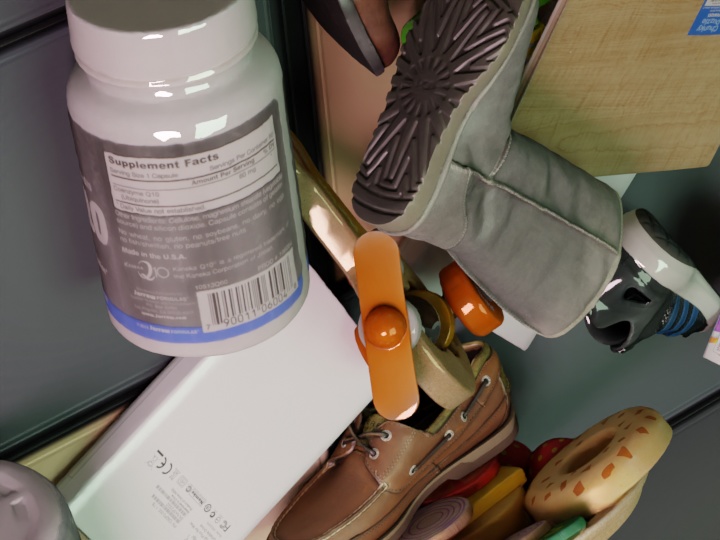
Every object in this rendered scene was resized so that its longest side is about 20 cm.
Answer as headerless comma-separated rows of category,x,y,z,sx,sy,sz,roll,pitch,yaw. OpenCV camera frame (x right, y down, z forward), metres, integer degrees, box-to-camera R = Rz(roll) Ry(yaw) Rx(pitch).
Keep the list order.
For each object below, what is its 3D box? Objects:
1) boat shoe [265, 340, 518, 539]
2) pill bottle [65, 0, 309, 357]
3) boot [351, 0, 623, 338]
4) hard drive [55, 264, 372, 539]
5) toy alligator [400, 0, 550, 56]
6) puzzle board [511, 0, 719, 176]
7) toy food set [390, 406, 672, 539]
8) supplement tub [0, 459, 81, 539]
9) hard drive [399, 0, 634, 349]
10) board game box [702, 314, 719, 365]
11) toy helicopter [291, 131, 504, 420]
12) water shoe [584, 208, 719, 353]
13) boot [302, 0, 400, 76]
boat shoe,0.012,0.113,1.678,0.200,0.072,0.068,-39,131,-32
pill bottle,-0.092,-0.064,1.436,0.114,0.114,0.200,-28,130,-27
boot,0.094,-0.066,1.539,0.200,0.073,0.182,24,96,-45
hard drive,-0.079,0.096,1.609,0.200,0.026,0.132,-48,137,-10
toy alligator,0.083,-0.158,1.587,0.200,0.054,0.059,-35,116,-34
puzzle board,0.167,-0.120,1.626,0.200,0.017,0.151,-7,132,-41
toy food set,0.087,0.149,1.685,0.198,0.200,0.049,-35,106,-26
supplement tub,-0.194,0.212,1.503,0.123,0.123,0.200,-34,132,-23
hard drive,0.113,-0.061,1.678,0.132,0.026,0.200,31,92,-48
board game box,0.319,0.026,1.825,0.200,0.103,0.105,-6,121,-66
toy helicopter,0.000,0.000,1.544,0.079,0.132,0.200,-33,109,15
water shoe,0.175,0.013,1.742,0.079,0.072,0.200,-40,159,5
boot,0.047,-0.223,1.492,0.200,0.068,0.188,-31,119,-14
